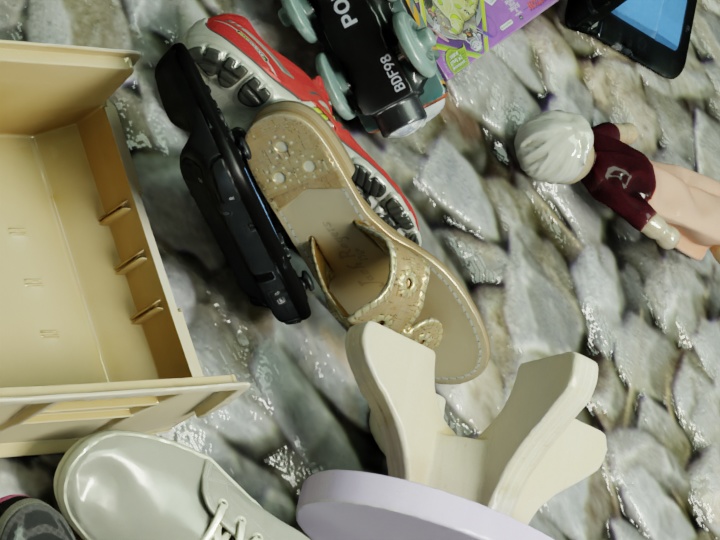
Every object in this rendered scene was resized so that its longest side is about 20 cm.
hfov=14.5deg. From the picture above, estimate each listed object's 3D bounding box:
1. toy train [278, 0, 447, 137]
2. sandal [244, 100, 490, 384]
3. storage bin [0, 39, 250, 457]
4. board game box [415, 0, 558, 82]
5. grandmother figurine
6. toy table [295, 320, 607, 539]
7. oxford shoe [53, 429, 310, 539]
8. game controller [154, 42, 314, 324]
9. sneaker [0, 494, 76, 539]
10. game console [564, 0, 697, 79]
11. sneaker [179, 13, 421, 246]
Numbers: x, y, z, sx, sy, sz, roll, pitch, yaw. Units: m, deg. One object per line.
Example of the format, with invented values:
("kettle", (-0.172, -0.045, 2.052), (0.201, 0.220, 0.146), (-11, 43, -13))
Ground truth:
("toy train", (-0.006, -0.176, 1.787), (0.200, 0.085, 0.114), (63, 15, 3))
("sandal", (-0.005, 0.002, 1.658), (0.212, 0.078, 0.070), (54, 27, -18))
("storage bin", (-0.173, -0.010, 1.481), (0.198, 0.094, 0.200), (-1, 66, -48))
("board game box", (0.065, -0.207, 1.938), (0.120, 0.032, 0.200), (54, 37, -1))
("grandmother figurine", (0.188, -0.059, 1.955), (0.200, 0.061, 0.121), (22, 23, -34))
("toy table", (0.060, 0.117, 1.608), (0.200, 0.184, 0.117), (34, 60, -41))
("oxford shoe", (-0.074, 0.146, 1.497), (0.200, 0.058, 0.075), (37, 81, -27))
("game controller", (-0.069, -0.046, 1.586), (0.200, 0.042, 0.104), (67, 6, -62))
("sneaker", (-0.134, 0.197, 1.386), (0.074, 0.087, 0.200), (7, 60, -45))
("game console", (0.225, -0.260, 2.031), (0.116, 0.176, 0.200), (14, 78, -12))
("sneaker", (-0.029, -0.080, 1.710), (0.200, 0.077, 0.085), (48, 31, -16))
